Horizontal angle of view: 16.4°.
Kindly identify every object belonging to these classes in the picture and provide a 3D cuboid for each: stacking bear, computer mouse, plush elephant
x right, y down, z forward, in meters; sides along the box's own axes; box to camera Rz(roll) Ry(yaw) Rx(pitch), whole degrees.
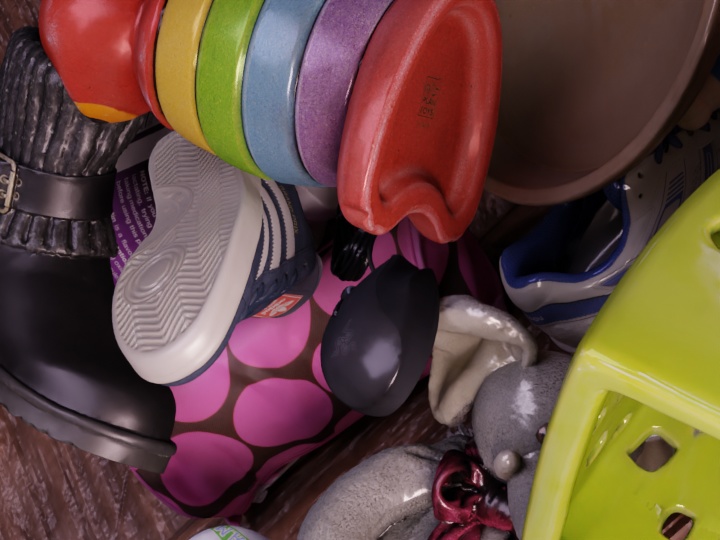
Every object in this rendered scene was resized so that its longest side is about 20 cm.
[{"bbox_3d":[-0.050,-0.092,1.076,0.199,0.121,0.114,16,94,25],"label":"stacking bear"},{"bbox_3d":[0.000,0.000,1.088,0.059,0.034,0.200,-56,18,19],"label":"computer mouse"},{"bbox_3d":[0.066,0.104,1.055,0.200,0.164,0.155,-79,16,-48],"label":"plush elephant"}]

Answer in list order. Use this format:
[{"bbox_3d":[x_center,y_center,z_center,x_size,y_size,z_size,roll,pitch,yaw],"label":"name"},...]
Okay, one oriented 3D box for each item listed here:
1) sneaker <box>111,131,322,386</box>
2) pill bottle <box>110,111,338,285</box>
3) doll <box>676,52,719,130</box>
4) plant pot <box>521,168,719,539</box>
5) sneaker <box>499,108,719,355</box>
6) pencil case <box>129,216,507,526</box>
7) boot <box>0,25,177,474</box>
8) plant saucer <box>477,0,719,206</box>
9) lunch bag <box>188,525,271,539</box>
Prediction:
[{"bbox_3d":[-0.055,0.001,1.124,0.075,0.085,0.200,-27,27,21],"label":"sneaker"},{"bbox_3d":[-0.095,-0.035,1.295,0.200,0.112,0.113,-21,58,33],"label":"pill bottle"},{"bbox_3d":[0.197,-0.056,1.057,0.048,0.136,0.201,121,155,-73],"label":"doll"},{"bbox_3d":[0.188,0.047,0.904,0.199,0.200,0.182,26,62,10],"label":"plant pot"},{"bbox_3d":[0.143,-0.049,1.109,0.200,0.088,0.075,-55,44,5],"label":"sneaker"},{"bbox_3d":[-0.021,0.045,1.214,0.200,0.094,0.091,-34,7,26],"label":"pencil case"},{"bbox_3d":[-0.134,-0.015,1.196,0.211,0.079,0.158,38,104,38],"label":"boot"},{"bbox_3d":[0.096,-0.126,1.078,0.200,0.029,0.201,-15,71,52],"label":"plant saucer"},{"bbox_3d":[-0.077,0.214,1.132,0.200,0.160,0.076,-49,46,12],"label":"lunch bag"}]
